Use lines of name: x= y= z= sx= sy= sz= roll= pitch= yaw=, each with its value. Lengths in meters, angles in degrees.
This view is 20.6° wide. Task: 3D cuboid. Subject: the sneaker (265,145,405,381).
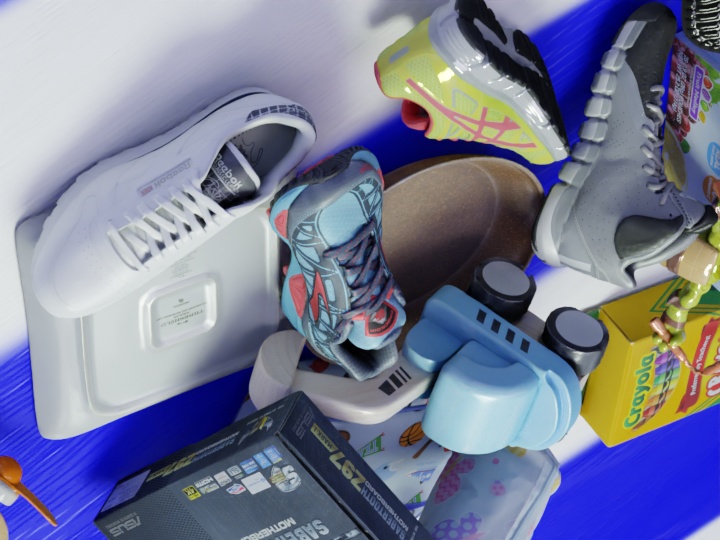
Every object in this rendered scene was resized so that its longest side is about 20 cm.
sneaker: x=0.000 y=0.000 z=1.261 sx=0.079 sy=0.096 sz=0.200 roll=-31 pitch=153 yaw=-15

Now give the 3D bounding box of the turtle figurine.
turtle figurine: x=0.237 y=-0.028 z=1.458 sx=0.064 sy=0.161 sz=0.200 roll=-39 pitch=155 yaw=-39

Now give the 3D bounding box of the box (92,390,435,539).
box: x=-0.066 y=0.184 z=1.379 sx=0.200 sy=0.051 sz=0.158 roll=-27 pitch=112 yaw=37

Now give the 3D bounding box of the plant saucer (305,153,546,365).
plant saucer: x=0.037 y=-0.014 z=1.403 sx=0.200 sy=0.037 sz=0.201 roll=-22 pitch=144 yaw=-18

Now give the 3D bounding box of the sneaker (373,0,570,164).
sneaker: x=0.074 y=-0.118 z=1.323 sx=0.090 sy=0.078 sz=0.200 roll=-25 pitch=150 yaw=19

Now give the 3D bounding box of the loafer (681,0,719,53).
loafer: x=0.251 y=-0.249 z=1.342 sx=0.073 sy=0.071 sz=0.200 roll=12 pitch=123 yaw=9

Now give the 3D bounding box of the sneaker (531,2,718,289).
sneaker: x=0.209 y=-0.079 z=1.392 sx=0.075 sy=0.115 sz=0.200 roll=4 pitch=110 yaw=-64

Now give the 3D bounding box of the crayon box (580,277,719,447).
crayon box: x=0.257 y=0.070 z=1.661 sx=0.200 sy=0.051 sz=0.127 roll=-19 pitch=138 yaw=-23

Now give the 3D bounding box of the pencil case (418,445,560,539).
pencil case: x=0.075 y=0.204 z=1.422 sx=0.083 sy=0.200 sz=0.091 roll=44 pitch=140 yaw=-18

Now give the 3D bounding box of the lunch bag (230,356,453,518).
lunch bag: x=-0.011 y=0.138 z=1.493 sx=0.200 sy=0.076 sz=0.160 roll=0 pitch=129 yaw=-38

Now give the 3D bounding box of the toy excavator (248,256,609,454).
toy excavator: x=0.048 y=0.074 z=1.384 sx=0.200 sy=0.194 sz=0.100 roll=-40 pitch=158 yaw=-46

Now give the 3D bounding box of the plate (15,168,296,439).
plate: x=-0.124 y=0.019 z=1.318 sx=0.199 sy=0.032 sz=0.200 roll=-20 pitch=137 yaw=-22

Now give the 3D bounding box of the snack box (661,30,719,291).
snack box: x=0.298 y=-0.065 z=1.466 sx=0.068 sy=0.169 sz=0.200 roll=-26 pitch=140 yaw=-20

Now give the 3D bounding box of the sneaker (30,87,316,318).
sneaker: x=-0.115 y=-0.041 z=1.210 sx=0.200 sy=0.080 sz=0.076 roll=-40 pitch=114 yaw=-8

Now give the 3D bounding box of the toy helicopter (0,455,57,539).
toy helicopter: x=-0.276 y=0.143 z=1.283 sx=0.132 sy=0.079 sz=0.200 roll=-26 pitch=136 yaw=-17
